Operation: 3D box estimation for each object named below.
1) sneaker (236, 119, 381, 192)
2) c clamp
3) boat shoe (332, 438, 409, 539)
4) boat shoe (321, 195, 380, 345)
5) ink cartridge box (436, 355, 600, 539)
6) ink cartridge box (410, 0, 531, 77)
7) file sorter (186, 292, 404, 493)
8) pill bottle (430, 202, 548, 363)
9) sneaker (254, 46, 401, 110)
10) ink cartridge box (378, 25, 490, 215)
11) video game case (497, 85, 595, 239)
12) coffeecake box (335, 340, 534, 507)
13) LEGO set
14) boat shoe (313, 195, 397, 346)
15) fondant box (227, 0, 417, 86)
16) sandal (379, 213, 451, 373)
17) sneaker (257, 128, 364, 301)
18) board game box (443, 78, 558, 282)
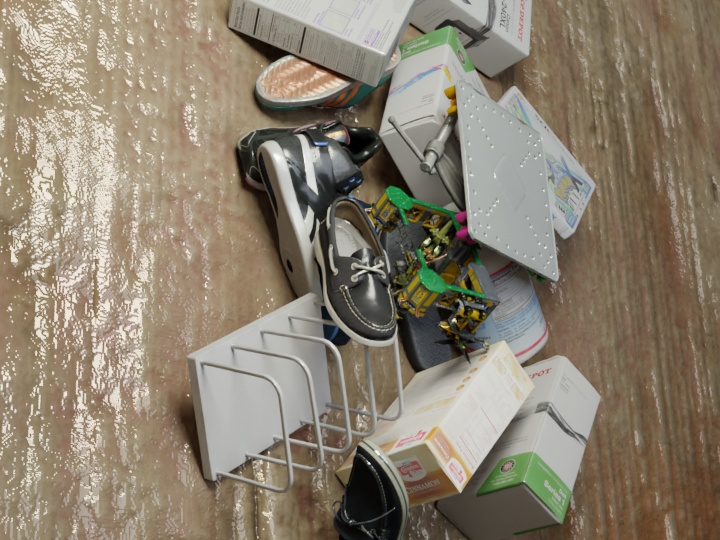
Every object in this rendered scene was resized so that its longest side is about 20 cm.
[{"bbox_3d":[-0.057,-0.150,1.670,0.199,0.086,0.081,-14,80,-46],"label":"sneaker"},{"bbox_3d":[0.119,-0.157,1.673,0.172,0.027,0.200,58,38,-17],"label":"c clamp"},{"bbox_3d":[0.008,0.264,1.498,0.062,0.201,0.075,-26,47,-30],"label":"boat shoe"},{"bbox_3d":[0.000,0.000,1.658,0.068,0.084,0.202,23,59,-22],"label":"boat shoe"},{"bbox_3d":[0.195,0.217,1.702,0.084,0.146,0.201,45,47,-20],"label":"ink cartridge box"},{"bbox_3d":[0.149,-0.388,1.979,0.199,0.083,0.146,28,54,-32],"label":"ink cartridge box"},{"bbox_3d":[-0.063,0.128,1.476,0.199,0.124,0.140,-27,117,-46],"label":"file sorter"},{"bbox_3d":[0.156,0.015,1.747,0.109,0.108,0.201,-48,124,-45],"label":"pill bottle"},{"bbox_3d":[-0.043,-0.227,1.735,0.199,0.080,0.072,-19,68,-26],"label":"sneaker"},{"bbox_3d":[0.101,-0.191,1.794,0.145,0.083,0.201,57,30,-33],"label":"ink cartridge box"},{"bbox_3d":[0.236,-0.147,1.859,0.183,0.022,0.200,50,27,-5],"label":"video game case"},{"bbox_3d":[0.087,0.182,1.609,0.073,0.153,0.200,55,44,-11],"label":"coffeecake box"},{"bbox_3d":[0.066,0.012,1.610,0.153,0.116,0.201,8,42,-39],"label":"LEGO set"},{"bbox_3d":[-0.001,-0.001,1.492,0.073,0.061,0.201,7,37,-19],"label":"boat shoe"},{"bbox_3d":[-0.043,-0.323,1.717,0.199,0.058,0.145,23,50,3],"label":"fondant box"},{"bbox_3d":[0.058,0.031,1.740,0.076,0.043,0.202,-9,88,-38],"label":"sandal"},{"bbox_3d":[-0.039,-0.063,1.610,0.111,0.073,0.202,-20,104,-22],"label":"sneaker"},{"bbox_3d":[0.168,-0.101,1.671,0.199,0.026,0.202,24,56,-50],"label":"board game box"}]
